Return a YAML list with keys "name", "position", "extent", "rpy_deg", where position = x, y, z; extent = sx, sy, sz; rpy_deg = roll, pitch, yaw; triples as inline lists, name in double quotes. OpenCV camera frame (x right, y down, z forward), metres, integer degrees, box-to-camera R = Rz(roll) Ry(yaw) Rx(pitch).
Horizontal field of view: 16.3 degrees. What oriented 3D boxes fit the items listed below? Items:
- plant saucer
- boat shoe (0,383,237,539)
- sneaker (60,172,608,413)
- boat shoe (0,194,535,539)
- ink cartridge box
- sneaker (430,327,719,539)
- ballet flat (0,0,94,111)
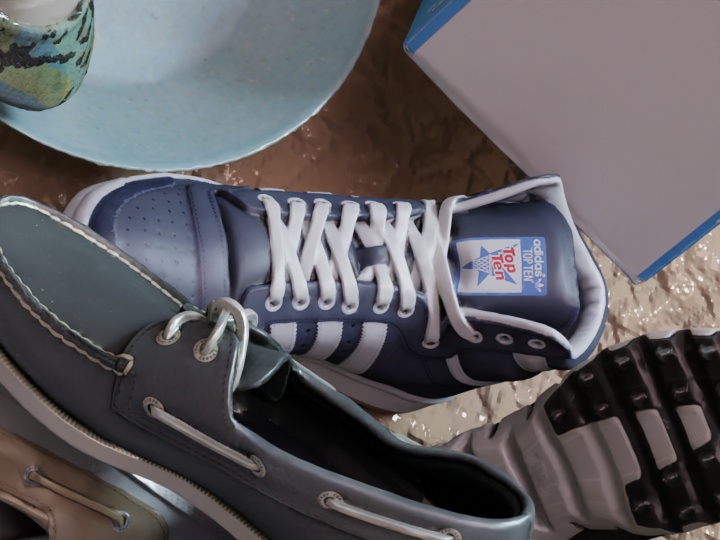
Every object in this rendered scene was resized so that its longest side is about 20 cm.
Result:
- name: "plant saucer"
  position: [-0.086, -0.127, 0.873]
  extent: [0.200, 0.039, 0.203]
  rpy_deg: [7, 74, -26]
- name: "boat shoe"
  position: [-0.091, 0.066, 0.811]
  extent: [0.200, 0.075, 0.069]
  rpy_deg: [41, 81, -24]
- name: "sneaker"
  position: [0.000, 0.000, 0.835]
  extent: [0.199, 0.108, 0.071]
  rpy_deg: [15, 66, -47]
- name: "boat shoe"
  position: [-0.035, 0.034, 0.731]
  extent: [0.200, 0.062, 0.073]
  rpy_deg: [39, 35, 7]
- name: "ink cartridge box"
  position: [0.115, -0.118, 0.927]
  extent: [0.125, 0.128, 0.200]
  rpy_deg: [43, 28, -13]
- name: "sneaker"
  position: [0.093, 0.062, 0.867]
  extent: [0.090, 0.199, 0.067]
  rpy_deg: [-13, 78, -51]
- name: "ballet flat"
  position: [-0.122, -0.122, 0.744]
  extent: [0.200, 0.074, 0.075]
  rpy_deg: [51, 52, -40]
